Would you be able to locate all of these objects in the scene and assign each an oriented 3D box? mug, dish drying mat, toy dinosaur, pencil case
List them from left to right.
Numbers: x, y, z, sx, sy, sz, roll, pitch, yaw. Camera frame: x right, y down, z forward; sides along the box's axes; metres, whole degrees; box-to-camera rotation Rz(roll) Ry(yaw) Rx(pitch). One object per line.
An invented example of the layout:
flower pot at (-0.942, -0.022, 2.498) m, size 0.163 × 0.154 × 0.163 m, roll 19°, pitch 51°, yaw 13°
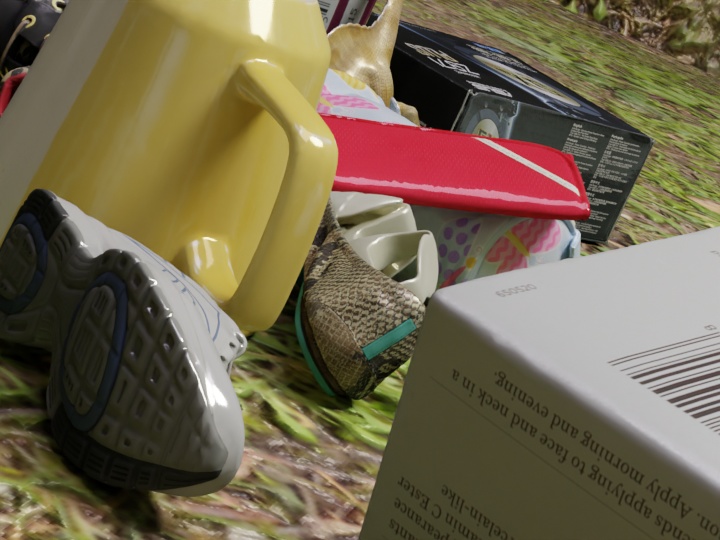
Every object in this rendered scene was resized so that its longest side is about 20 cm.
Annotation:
mug at (-0.071, -0.061, 0.999) m, size 0.186 × 0.153 × 0.149 m, roll 29°, pitch 14°, yaw 20°
toy dinosaur at (0.003, -0.114, 1.352) m, size 0.058 × 0.200 × 0.101 m, roll 14°, pitch -34°, yaw 35°
dish drying mat at (0.015, -0.056, 1.142) m, size 0.200 × 0.018 × 0.077 m, roll 8°, pitch 29°, yaw -7°
pencil case at (0.028, -0.038, 1.225) m, size 0.091 × 0.083 × 0.200 m, roll -11°, pitch 34°, yaw -38°

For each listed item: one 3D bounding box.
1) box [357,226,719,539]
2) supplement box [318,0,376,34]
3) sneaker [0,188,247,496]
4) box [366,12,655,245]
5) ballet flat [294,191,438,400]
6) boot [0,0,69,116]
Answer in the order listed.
box at (0.138, 0.092, 0.732) m, size 0.200 × 0.131 × 0.199 m, roll -11°, pitch 36°, yaw -45°
supplement box at (-0.100, -0.176, 1.441) m, size 0.103 × 0.131 × 0.200 m, roll 11°, pitch 19°, yaw -46°
sneaker at (-0.076, 0.027, 0.837) m, size 0.087 × 0.075 × 0.200 m, roll 22°, pitch 13°, yaw -29°
box at (0.072, -0.101, 1.531) m, size 0.200 × 0.086 × 0.164 m, roll 10°, pitch 20°, yaw -45°
ballet flat at (0.000, 0.000, 1.046) m, size 0.068 × 0.075 × 0.200 m, roll 61°, pitch 1°, yaw -21°
boot at (-0.165, -0.104, 1.190) m, size 0.200 × 0.073 × 0.151 m, roll 29°, pitch 13°, yaw -2°
